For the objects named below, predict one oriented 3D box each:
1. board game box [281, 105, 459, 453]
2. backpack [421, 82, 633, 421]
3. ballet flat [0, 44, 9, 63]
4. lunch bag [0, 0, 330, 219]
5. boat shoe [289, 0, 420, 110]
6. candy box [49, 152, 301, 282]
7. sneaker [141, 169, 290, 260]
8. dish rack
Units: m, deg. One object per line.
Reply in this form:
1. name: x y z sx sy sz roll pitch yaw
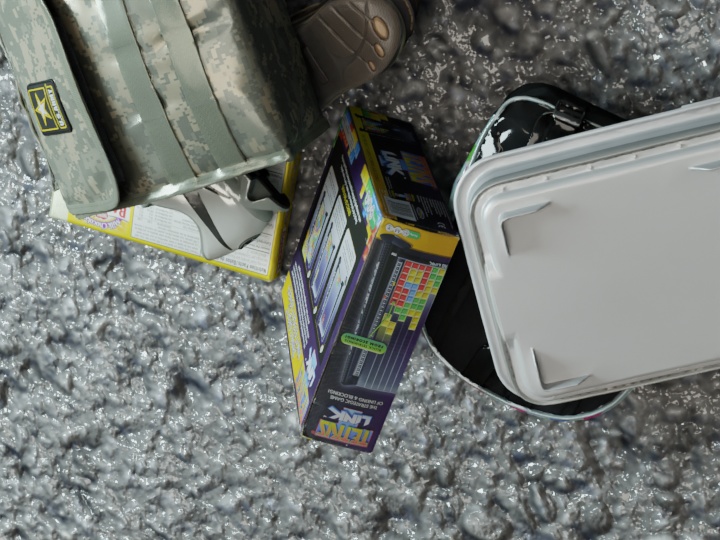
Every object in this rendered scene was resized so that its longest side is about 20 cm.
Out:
1. board game box: 0.000 0.000 0.937 0.056 0.200 0.166 13 115 -14
2. backpack: 0.136 -0.009 0.909 0.177 0.151 0.201 25 104 7
3. ballet flat: -0.257 -0.211 1.045 0.063 0.068 0.202 -5 97 34
4. lunch bag: -0.147 -0.133 0.904 0.199 0.118 0.165 -14 105 20
5. boat shoe: -0.030 -0.152 0.972 0.199 0.073 0.075 -14 111 44
6. candy box: -0.148 -0.067 1.064 0.199 0.026 0.103 16 110 15
7. sneaker: -0.148 -0.094 1.004 0.088 0.074 0.200 -41 82 14
8. dish rack: 0.166 -0.001 0.812 0.199 0.044 0.173 -13 113 9
